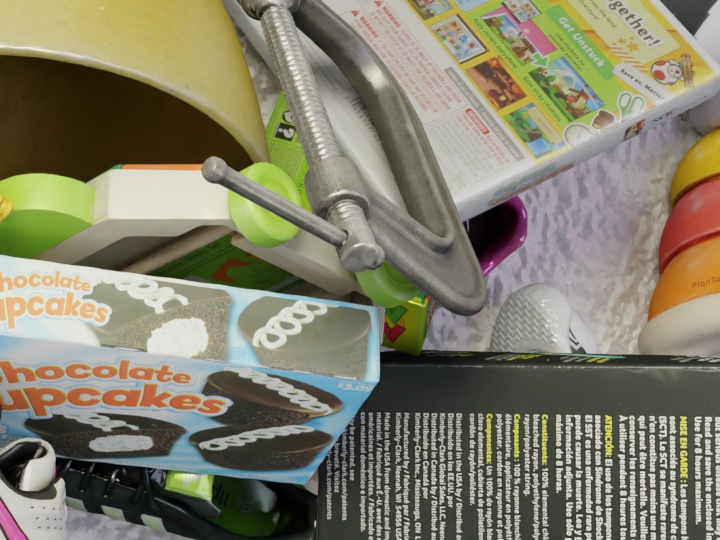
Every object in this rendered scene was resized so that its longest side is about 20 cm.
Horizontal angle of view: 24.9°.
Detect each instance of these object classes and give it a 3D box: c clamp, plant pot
[{"bbox_3d":[-0.007,-0.061,0.650,0.171,0.027,0.200,37,25,-36],"label":"c clamp"},{"bbox_3d":[-0.136,-0.093,0.688,0.200,0.200,0.142,19,56,-33],"label":"plant pot"}]

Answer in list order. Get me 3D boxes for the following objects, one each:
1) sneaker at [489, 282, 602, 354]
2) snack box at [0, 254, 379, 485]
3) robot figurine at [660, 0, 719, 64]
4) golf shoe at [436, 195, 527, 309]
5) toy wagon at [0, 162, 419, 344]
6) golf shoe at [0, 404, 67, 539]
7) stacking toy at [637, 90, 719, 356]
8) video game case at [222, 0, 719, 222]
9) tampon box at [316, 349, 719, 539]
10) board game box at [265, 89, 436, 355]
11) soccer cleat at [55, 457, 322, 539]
[{"bbox_3d":[0.150,0.079,0.937,0.115,0.075,0.200,-36,112,-33],"label":"sneaker"},{"bbox_3d":[-0.103,0.042,0.667,0.200,0.116,0.037,8,60,-14],"label":"snack box"},{"bbox_3d":[0.191,-0.166,0.919,0.200,0.150,0.125,-15,108,-3],"label":"robot figurine"},{"bbox_3d":[0.000,0.000,0.823,0.200,0.091,0.075,-31,106,-31],"label":"golf shoe"},{"bbox_3d":[-0.079,-0.001,0.670,0.200,0.155,0.040,27,51,-40],"label":"toy wagon"},{"bbox_3d":[-0.144,0.120,0.673,0.092,0.073,0.200,-53,155,-19],"label":"golf shoe"},{"bbox_3d":[0.235,-0.038,0.985,0.146,0.146,0.200,15,64,-34],"label":"stacking toy"},{"bbox_3d":[0.045,-0.123,0.799,0.182,0.023,0.200,-26,61,-18],"label":"video game case"},{"bbox_3d":[0.095,0.104,0.789,0.150,0.200,0.127,4,86,-71],"label":"tampon box"},{"bbox_3d":[0.009,-0.064,0.801,0.101,0.048,0.200,15,58,7],"label":"board game box"},{"bbox_3d":[-0.106,0.085,0.747,0.200,0.081,0.068,23,74,-30],"label":"soccer cleat"}]
